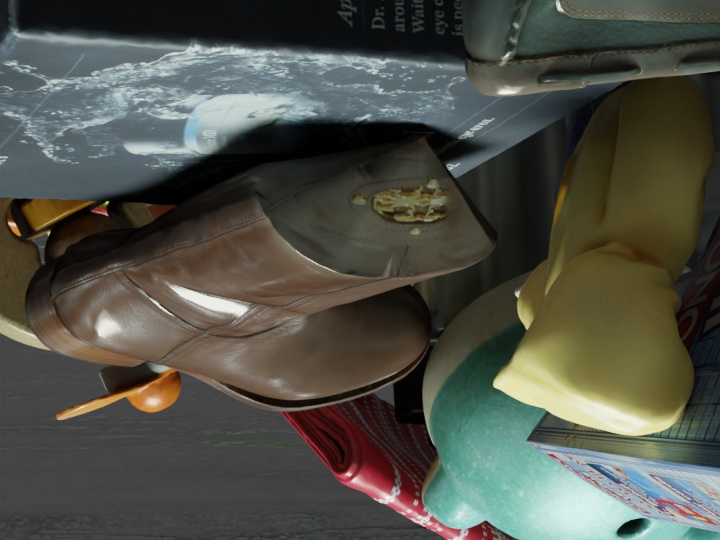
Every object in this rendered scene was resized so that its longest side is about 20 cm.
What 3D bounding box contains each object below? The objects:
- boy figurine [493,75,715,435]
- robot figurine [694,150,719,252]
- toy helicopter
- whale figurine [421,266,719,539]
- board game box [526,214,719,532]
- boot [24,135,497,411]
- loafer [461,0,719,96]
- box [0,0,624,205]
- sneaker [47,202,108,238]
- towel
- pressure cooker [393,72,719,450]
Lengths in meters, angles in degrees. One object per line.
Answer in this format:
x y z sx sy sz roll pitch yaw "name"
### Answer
0.079 -0.018 0.801 0.064 0.200 0.124 19 135 -9 "boy figurine"
0.231 -0.028 0.958 0.200 0.170 0.113 -11 -151 23 "robot figurine"
-0.067 0.000 0.963 0.200 0.132 0.079 4 163 -25 "toy helicopter"
0.104 0.082 0.960 0.159 0.104 0.200 -20 140 4 "whale figurine"
0.143 0.013 0.799 0.062 0.200 0.200 33 156 -14 "board game box"
0.000 0.000 0.853 0.186 0.064 0.200 1 165 -35 "boot"
0.109 -0.080 0.717 0.200 0.063 0.072 1 -163 -35 "loafer"
-0.044 -0.097 0.786 0.200 0.118 0.197 3 167 -21 "box"
-0.091 -0.052 1.049 0.078 0.090 0.200 5 165 -25 "sneaker"
0.036 0.094 1.081 0.200 0.022 0.145 32 -172 -34 "towel"
0.096 0.003 1.088 0.176 0.200 0.179 -7 168 18 "pressure cooker"
